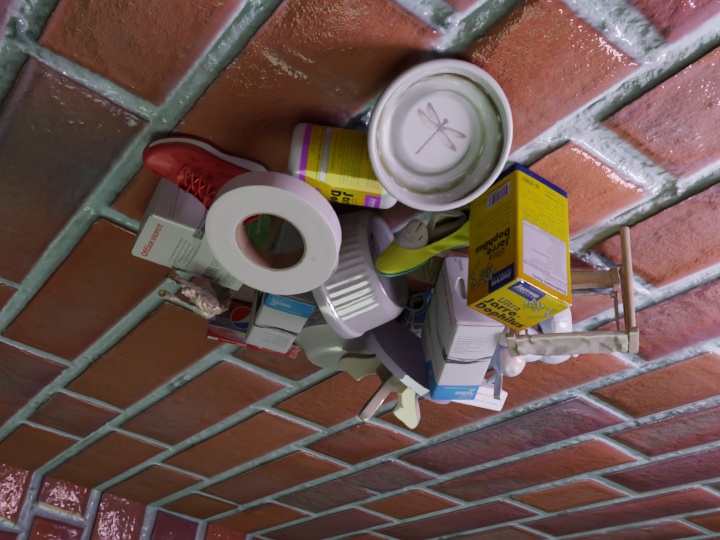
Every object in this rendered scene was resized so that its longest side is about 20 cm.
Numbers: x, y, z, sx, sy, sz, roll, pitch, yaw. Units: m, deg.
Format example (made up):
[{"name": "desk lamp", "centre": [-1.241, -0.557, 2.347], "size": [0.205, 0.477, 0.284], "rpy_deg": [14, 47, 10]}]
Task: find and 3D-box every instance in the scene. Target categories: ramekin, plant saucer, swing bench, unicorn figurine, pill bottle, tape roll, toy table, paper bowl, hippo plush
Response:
[{"name": "ramekin", "centre": [0.000, 0.000, 1.298], "size": [0.103, 0.203, 0.200], "rpy_deg": [-18, 141, 21]}, {"name": "plant saucer", "centre": [0.102, -0.182, 1.070], "size": [0.196, 0.050, 0.204], "rpy_deg": [-3, 113, -8]}, {"name": "swing bench", "centre": [0.339, 0.053, 1.297], "size": [0.195, 0.203, 0.130], "rpy_deg": [-3, 147, 16]}, {"name": "unicorn figurine", "centre": [-0.286, 0.047, 1.433], "size": [0.136, 0.200, 0.075], "rpy_deg": [25, 102, -19]}, {"name": "pill bottle", "centre": [-0.002, -0.146, 1.148], "size": [0.196, 0.106, 0.105], "rpy_deg": [8, 148, 0]}, {"name": "tape roll", "centre": [-0.124, -0.050, 1.157], "size": [0.198, 0.037, 0.205], "rpy_deg": [6, 132, 7]}, {"name": "toy table", "centre": [0.063, 0.191, 1.444], "size": [0.200, 0.183, 0.117], "rpy_deg": [47, 118, 10]}, {"name": "paper bowl", "centre": [-0.034, 0.127, 1.561], "size": [0.196, 0.106, 0.201], "rpy_deg": [3, 157, 1]}, {"name": "hippo plush", "centre": [0.317, 0.135, 1.458], "size": [0.157, 0.160, 0.204], "rpy_deg": [-5, 105, -2]}]

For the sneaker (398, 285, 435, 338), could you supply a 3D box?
[{"name": "sneaker", "centre": [0.113, 0.084, 1.537], "size": [0.077, 0.076, 0.200], "rpy_deg": [43, 142, -7]}]

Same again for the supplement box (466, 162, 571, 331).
[{"name": "supplement box", "centre": [0.233, -0.033, 1.185], "size": [0.107, 0.203, 0.109], "rpy_deg": [24, 144, -25]}]

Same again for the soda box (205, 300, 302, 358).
[{"name": "soda box", "centre": [-0.211, 0.117, 1.640], "size": [0.196, 0.071, 0.064], "rpy_deg": [15, 147, -11]}]

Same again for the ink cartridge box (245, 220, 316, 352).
[{"name": "ink cartridge box", "centre": [-0.132, 0.033, 1.404], "size": [0.082, 0.148, 0.201], "rpy_deg": [15, 147, -13]}]

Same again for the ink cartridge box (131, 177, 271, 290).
[{"name": "ink cartridge box", "centre": [-0.269, -0.059, 1.360], "size": [0.197, 0.085, 0.145], "rpy_deg": [20, 146, -21]}]

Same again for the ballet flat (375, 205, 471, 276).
[{"name": "ballet flat", "centre": [0.103, -0.054, 1.242], "size": [0.197, 0.067, 0.068], "rpy_deg": [-21, 127, -31]}]

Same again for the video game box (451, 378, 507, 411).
[{"name": "video game box", "centre": [0.164, 0.208, 1.595], "size": [0.180, 0.048, 0.199], "rpy_deg": [21, -175, -38]}]

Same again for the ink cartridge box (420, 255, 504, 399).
[{"name": "ink cartridge box", "centre": [0.165, 0.098, 1.339], "size": [0.082, 0.147, 0.202], "rpy_deg": [3, 137, -8]}]

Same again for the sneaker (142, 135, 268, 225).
[{"name": "sneaker", "centre": [-0.235, -0.128, 1.207], "size": [0.196, 0.117, 0.079], "rpy_deg": [10, 138, -11]}]

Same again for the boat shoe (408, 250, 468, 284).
[{"name": "boat shoe", "centre": [0.162, -0.004, 1.392], "size": [0.197, 0.063, 0.074], "rpy_deg": [22, 120, -26]}]
